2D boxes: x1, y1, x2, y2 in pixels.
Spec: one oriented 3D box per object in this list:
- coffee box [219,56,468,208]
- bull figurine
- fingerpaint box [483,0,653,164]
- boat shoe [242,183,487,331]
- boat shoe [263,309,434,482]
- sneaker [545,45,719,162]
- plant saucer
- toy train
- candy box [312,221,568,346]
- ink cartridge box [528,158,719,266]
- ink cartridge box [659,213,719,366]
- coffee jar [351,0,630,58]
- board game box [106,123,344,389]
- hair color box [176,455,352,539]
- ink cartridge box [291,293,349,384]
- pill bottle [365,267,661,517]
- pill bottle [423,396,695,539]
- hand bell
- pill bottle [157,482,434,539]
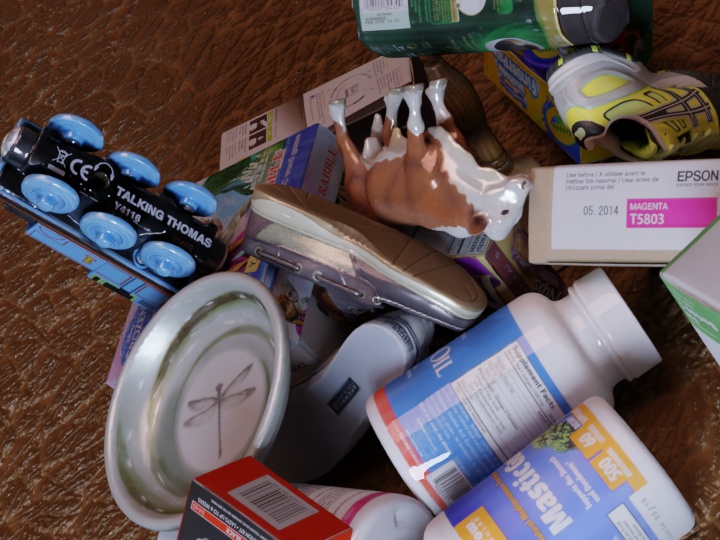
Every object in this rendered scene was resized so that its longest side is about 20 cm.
[{"bbox_3d":[-0.013,-0.104,1.640,0.200,0.113,0.080,-25,38,19],"label":"coffee box"},{"bbox_3d":[0.046,-0.078,1.356,0.065,0.122,0.200,-16,7,-33],"label":"bull figurine"},{"bbox_3d":[0.170,-0.209,1.543,0.073,0.167,0.200,-15,34,-15],"label":"fingerpaint box"},{"bbox_3d":[0.000,0.000,1.364,0.200,0.065,0.072,27,21,15],"label":"boat shoe"},{"bbox_3d":[-0.006,0.091,1.438,0.086,0.075,0.202,-32,-15,-50],"label":"boat shoe"},{"bbox_3d":[0.230,-0.111,1.401,0.075,0.200,0.076,-44,46,51],"label":"sneaker"},{"bbox_3d":[-0.110,0.101,1.353,0.200,0.050,0.200,-27,50,37],"label":"plant saucer"},{"bbox_3d":[-0.203,-0.046,1.440,0.114,0.200,0.087,-29,37,53],"label":"toy train"},{"bbox_3d":[0.054,0.007,1.458,0.200,0.117,0.057,-1,52,40],"label":"candy box"},{"bbox_3d":[0.246,-0.039,1.301,0.200,0.165,0.075,1,90,41],"label":"ink cartridge box"},{"bbox_3d":[0.302,0.034,1.147,0.146,0.200,0.084,-42,33,-7],"label":"ink cartridge box"},{"bbox_3d":[0.102,-0.210,1.384,0.200,0.104,0.085,0,88,20],"label":"coffee jar"},{"bbox_3d":[-0.109,-0.004,1.499,0.199,0.041,0.200,-23,41,41],"label":"board game box"},{"bbox_3d":[-0.081,0.239,1.244,0.101,0.200,0.061,31,30,31],"label":"hair color box"},{"bbox_3d":[-0.089,0.043,1.568,0.146,0.084,0.200,-25,39,21],"label":"ink cartridge box"},{"bbox_3d":[0.113,0.086,1.325,0.200,0.112,0.112,-34,36,5],"label":"pill bottle"},{"bbox_3d":[0.113,0.185,1.217,0.200,0.112,0.112,-38,36,-1],"label":"pill bottle"},{"bbox_3d":[0.104,-0.094,1.454,0.104,0.200,0.104,-23,39,20],"label":"hand bell"},{"bbox_3d":[-0.047,0.211,1.325,0.200,0.113,0.113,0,51,40],"label":"pill bottle"}]
